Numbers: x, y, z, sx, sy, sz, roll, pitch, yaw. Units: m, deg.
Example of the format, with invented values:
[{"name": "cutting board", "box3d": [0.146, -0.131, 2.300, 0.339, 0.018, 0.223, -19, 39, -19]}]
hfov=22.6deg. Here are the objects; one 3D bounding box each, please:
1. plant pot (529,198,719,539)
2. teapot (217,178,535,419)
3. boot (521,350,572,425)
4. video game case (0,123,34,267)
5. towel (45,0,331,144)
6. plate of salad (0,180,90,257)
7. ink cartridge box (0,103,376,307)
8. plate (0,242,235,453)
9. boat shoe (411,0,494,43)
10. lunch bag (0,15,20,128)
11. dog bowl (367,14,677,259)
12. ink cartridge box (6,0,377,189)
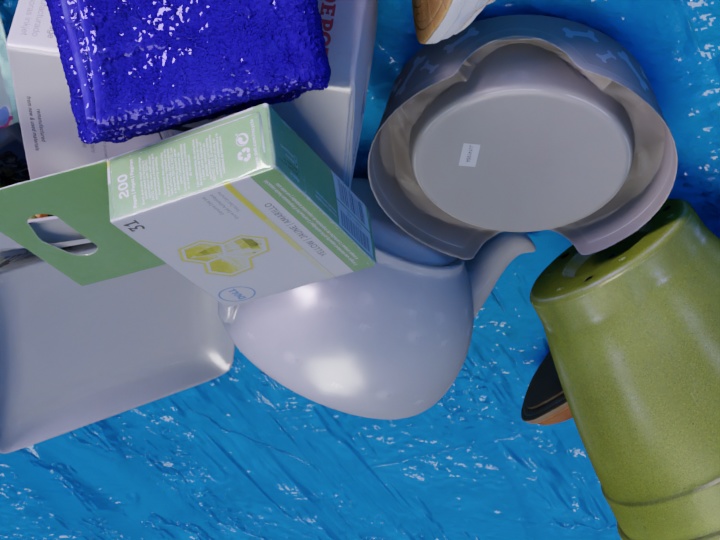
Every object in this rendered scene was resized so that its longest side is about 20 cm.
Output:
[{"name": "plant pot", "box3d": [0.221, 0.061, 1.267, 0.200, 0.200, 0.193, -24, 104, 40]}, {"name": "teapot", "box3d": [0.000, 0.000, 1.277, 0.197, 0.200, 0.146, 28, 112, 8]}, {"name": "boot", "box3d": [0.238, 0.101, 1.436, 0.155, 0.074, 0.200, 32, 138, -23]}, {"name": "video game case", "box3d": [-0.269, -0.016, 1.283, 0.200, 0.022, 0.182, -30, 146, 16]}, {"name": "towel", "box3d": [-0.107, -0.178, 0.969, 0.147, 0.201, 0.050, -14, -178, 3]}, {"name": "plate of salad", "box3d": [-0.224, -0.035, 1.165, 0.199, 0.048, 0.200, -10, -179, 0]}, {"name": "ink cartridge box", "box3d": [-0.110, -0.022, 1.044, 0.200, 0.048, 0.146, -17, 153, 17]}, {"name": "plate", "box3d": [-0.182, 0.035, 1.323, 0.199, 0.032, 0.200, -20, 143, -24]}, {"name": "boat shoe", "box3d": [0.079, -0.189, 1.036, 0.069, 0.071, 0.200, -4, 162, -16]}, {"name": "lunch bag", "box3d": [-0.298, -0.166, 1.042, 0.170, 0.122, 0.200, -16, 130, -15]}, {"name": "dog bowl", "box3d": [0.105, -0.086, 1.182, 0.199, 0.059, 0.200, 2, 141, 1]}, {"name": "ink cartridge box", "box3d": [-0.094, -0.133, 1.092, 0.199, 0.148, 0.145, 7, 147, 1]}]
